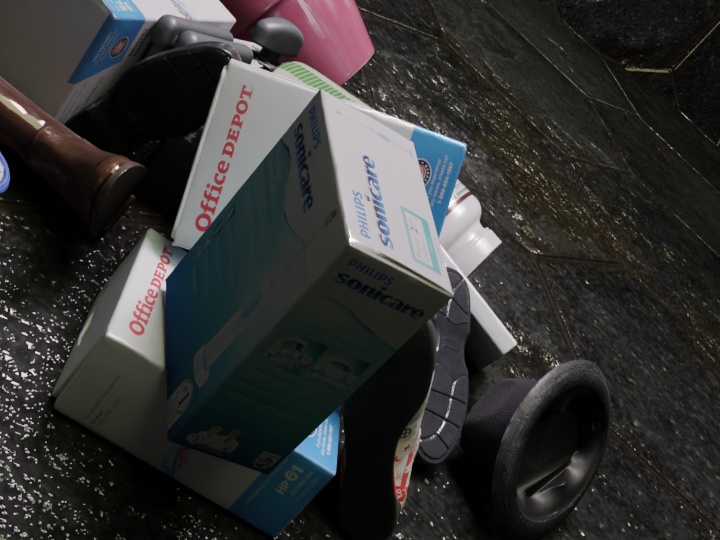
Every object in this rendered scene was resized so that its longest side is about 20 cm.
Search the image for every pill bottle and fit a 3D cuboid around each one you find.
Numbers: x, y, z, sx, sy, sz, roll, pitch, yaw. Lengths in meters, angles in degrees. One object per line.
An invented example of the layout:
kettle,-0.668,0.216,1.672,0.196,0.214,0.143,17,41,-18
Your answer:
pill bottle,0.071,-0.075,1.278,0.200,0.113,0.113,47,26,6

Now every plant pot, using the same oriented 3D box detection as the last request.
plant pot,-0.082,-0.313,1.348,0.180,0.198,0.201,52,23,-15

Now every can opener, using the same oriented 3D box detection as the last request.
can opener,-0.124,-0.219,1.015,0.052,0.067,0.199,37,21,16

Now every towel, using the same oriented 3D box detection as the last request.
towel,-0.023,-0.134,0.983,0.151,0.024,0.201,34,21,-7

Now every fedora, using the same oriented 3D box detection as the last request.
fedora,0.162,0.165,1.047,0.091,0.205,0.199,19,7,39

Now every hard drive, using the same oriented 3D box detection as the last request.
hard drive,0.088,0.015,1.166,0.201,0.026,0.132,53,-10,7

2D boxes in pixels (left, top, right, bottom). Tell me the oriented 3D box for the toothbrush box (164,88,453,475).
toothbrush box,-0.043,0.010,0.696,0.084,0.200,0.148,23,35,-30

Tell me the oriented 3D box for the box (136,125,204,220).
box,-0.121,-0.116,1.072,0.147,0.104,0.201,37,27,-13

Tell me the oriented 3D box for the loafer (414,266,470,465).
loafer,0.065,0.096,1.041,0.071,0.062,0.203,29,57,-32

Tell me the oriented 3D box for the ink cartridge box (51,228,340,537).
ink cartridge box,-0.115,0.083,0.809,0.198,0.085,0.145,33,28,-17

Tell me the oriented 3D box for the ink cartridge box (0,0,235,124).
ink cartridge box,-0.250,-0.233,1.015,0.146,0.147,0.199,46,27,9

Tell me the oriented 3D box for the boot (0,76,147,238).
boot,-0.266,-0.114,0.844,0.200,0.064,0.186,42,-15,-9

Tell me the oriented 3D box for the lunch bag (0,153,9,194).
lunch bag,-0.347,-0.086,0.745,0.161,0.076,0.199,52,28,13

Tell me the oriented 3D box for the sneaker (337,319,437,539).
sneaker,0.022,0.106,0.863,0.066,0.205,0.108,10,21,4

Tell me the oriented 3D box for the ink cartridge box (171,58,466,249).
ink cartridge box,-0.035,-0.061,0.847,0.196,0.148,0.084,19,2,-8

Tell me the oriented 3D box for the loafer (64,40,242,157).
loafer,-0.179,-0.151,0.931,0.074,0.197,0.073,59,29,-21
